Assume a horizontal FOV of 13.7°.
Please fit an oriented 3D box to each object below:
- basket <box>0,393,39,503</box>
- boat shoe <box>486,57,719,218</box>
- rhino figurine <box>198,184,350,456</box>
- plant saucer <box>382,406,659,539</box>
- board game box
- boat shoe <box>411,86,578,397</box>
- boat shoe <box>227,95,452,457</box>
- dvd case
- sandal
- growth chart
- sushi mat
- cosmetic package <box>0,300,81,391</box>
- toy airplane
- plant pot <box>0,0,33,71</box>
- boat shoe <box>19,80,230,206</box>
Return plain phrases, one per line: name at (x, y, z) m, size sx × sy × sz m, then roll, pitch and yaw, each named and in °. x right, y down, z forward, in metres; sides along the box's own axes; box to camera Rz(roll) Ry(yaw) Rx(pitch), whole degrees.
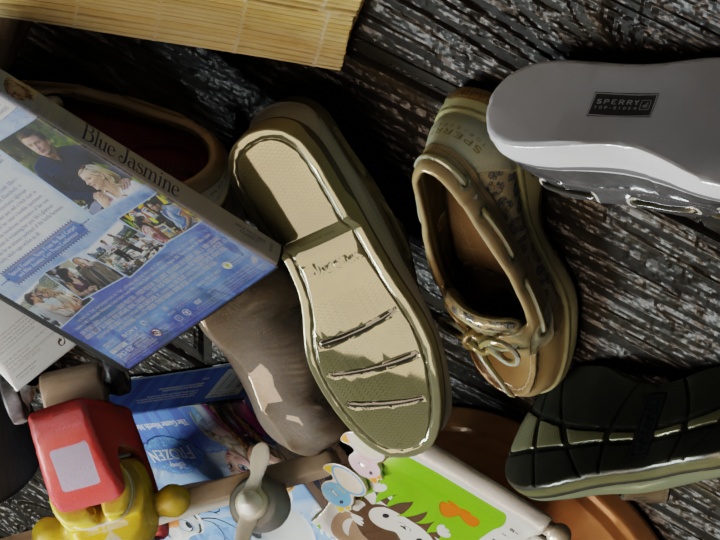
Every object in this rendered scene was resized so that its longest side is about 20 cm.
basket at (-0.294, 0.033, 1.873) m, size 0.180 × 0.136 × 0.200 m, roll 22°, pitch 139°, yaw 27°
boat shoe at (0.150, -0.052, 1.390) m, size 0.200 × 0.070 × 0.066 m, roll 5°, pitch 150°, yaw 38°
rhino figurine at (-0.054, 0.015, 1.647) m, size 0.060 × 0.087 × 0.200 m, roll -7°, pitch 124°, yaw 47°
plant saucer at (0.089, 0.164, 1.724) m, size 0.200 × 0.037 × 0.200 m, roll 27°, pitch 144°, yaw 21°
board game box at (-0.068, 0.149, 1.858) m, size 0.200 × 0.043 × 0.199 m, roll -10°, pitch 123°, yaw 50°
boat shoe at (0.061, -0.002, 1.534) m, size 0.073 × 0.063 × 0.200 m, roll 15°, pitch 140°, yaw 32°
boat shoe at (0.000, 0.000, 1.574) m, size 0.075 × 0.068 × 0.200 m, roll -14°, pitch 111°, yaw 25°
dvd case at (-0.159, -0.026, 1.540) m, size 0.200 × 0.018 × 0.143 m, roll 32°, pitch 138°, yaw -24°
sandal at (0.152, 0.093, 1.548) m, size 0.201 × 0.080 × 0.057 m, roll -4°, pitch 141°, yaw 47°
growth chart at (0.039, 0.153, 1.691) m, size 0.145 × 0.018 × 0.200 m, roll 26°, pitch 148°, yaw 1°
sushi mat at (-0.094, -0.143, 1.472) m, size 0.200 × 0.012 × 0.096 m, roll 8°, pitch 147°, yaw -13°
cosmetic package at (-0.221, -0.026, 1.698) m, size 0.151 × 0.052 × 0.200 m, roll 51°, pitch -174°, yaw -12°
toy airplane at (-0.138, 0.146, 1.718) m, size 0.199 × 0.141 × 0.200 m, roll 11°, pitch 141°, yaw -35°
plant pot at (-0.246, -0.178, 1.546) m, size 0.174 × 0.200 × 0.200 m, roll 23°, pitch 146°, yaw -3°
boat shoe at (-0.165, -0.069, 1.560) m, size 0.200 × 0.074 × 0.069 m, roll 5°, pitch 168°, yaw -4°
